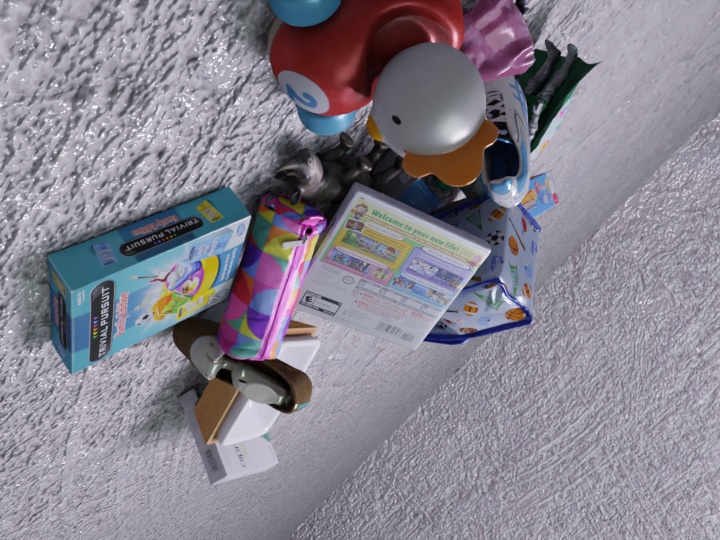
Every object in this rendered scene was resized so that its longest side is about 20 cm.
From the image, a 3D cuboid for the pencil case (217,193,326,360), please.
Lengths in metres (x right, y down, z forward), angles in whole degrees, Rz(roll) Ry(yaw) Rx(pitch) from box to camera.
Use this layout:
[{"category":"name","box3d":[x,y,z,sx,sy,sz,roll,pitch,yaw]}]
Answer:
[{"category":"pencil case","box3d":[-0.105,0.009,0.840,0.088,0.088,0.203,-13,129,-55]}]

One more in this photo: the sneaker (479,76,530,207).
[{"category":"sneaker","box3d":[0.179,-0.182,0.915,0.070,0.205,0.072,-10,159,17]}]

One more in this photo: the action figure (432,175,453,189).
[{"category":"action figure","box3d":[0.113,-0.155,0.962,0.054,0.120,0.200,-24,171,-1]}]

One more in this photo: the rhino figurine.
[{"category":"rhino figurine","box3d":[-0.029,-0.112,0.834,0.087,0.061,0.198,-41,162,32]}]

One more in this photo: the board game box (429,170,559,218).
[{"category":"board game box","box3d":[0.199,-0.094,1.174,0.193,0.057,0.199,-16,-174,36]}]

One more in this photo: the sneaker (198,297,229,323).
[{"category":"sneaker","box3d":[-0.133,0.043,0.947,0.201,0.080,0.070,-47,159,13]}]

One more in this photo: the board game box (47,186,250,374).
[{"category":"board game box","box3d":[-0.217,0.010,0.746,0.198,0.047,0.152,-29,158,-36]}]

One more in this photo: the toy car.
[{"category":"toy car","box3d":[0.029,-0.150,0.598,0.174,0.203,0.185,-23,157,-5]}]

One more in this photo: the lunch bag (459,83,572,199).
[{"category":"lunch bag","box3d":[0.226,-0.213,1.102,0.198,0.077,0.161,-36,160,-17]}]

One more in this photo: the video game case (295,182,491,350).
[{"category":"video game case","box3d":[0.033,0.003,0.886,0.197,0.022,0.183,21,121,-23]}]

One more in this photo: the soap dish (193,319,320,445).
[{"category":"soap dish","box3d":[-0.159,0.163,1.106,0.202,0.081,0.157,-59,159,10]}]

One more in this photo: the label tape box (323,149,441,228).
[{"category":"label tape box","box3d":[0.011,-0.065,1.017,0.200,0.064,0.144,-43,161,7]}]

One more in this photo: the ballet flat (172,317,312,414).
[{"category":"ballet flat","box3d":[-0.153,0.122,0.892,0.069,0.197,0.072,-60,180,17]}]

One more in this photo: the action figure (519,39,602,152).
[{"category":"action figure","box3d":[0.228,-0.214,0.979,0.054,0.117,0.203,31,89,-39]}]

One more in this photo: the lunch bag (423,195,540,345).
[{"category":"lunch bag","box3d":[0.147,0.005,1.021,0.197,0.124,0.172,-19,-139,37]}]

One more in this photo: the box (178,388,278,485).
[{"category":"box","box3d":[-0.212,0.266,1.183,0.036,0.147,0.200,-28,165,10]}]

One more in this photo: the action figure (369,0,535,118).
[{"category":"action figure","box3d":[0.093,-0.235,0.802,0.197,0.135,0.149,-30,-155,4]}]
